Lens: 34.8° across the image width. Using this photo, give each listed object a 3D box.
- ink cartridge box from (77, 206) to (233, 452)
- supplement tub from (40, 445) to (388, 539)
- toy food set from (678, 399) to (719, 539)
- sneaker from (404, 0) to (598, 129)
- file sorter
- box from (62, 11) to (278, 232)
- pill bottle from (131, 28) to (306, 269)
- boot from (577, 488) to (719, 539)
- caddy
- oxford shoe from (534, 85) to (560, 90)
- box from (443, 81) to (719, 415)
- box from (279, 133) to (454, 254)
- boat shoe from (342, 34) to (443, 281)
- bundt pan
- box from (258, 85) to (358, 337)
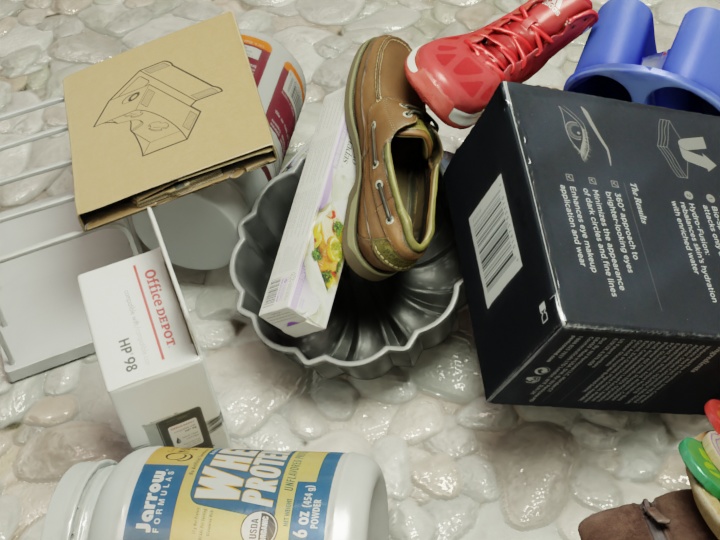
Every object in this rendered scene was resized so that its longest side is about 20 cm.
[{"bbox_3d":[-0.142,0.070,0.805,0.066,0.202,0.116,-19,46,-10],"label":"ink cartridge box"},{"bbox_3d":[-0.086,0.186,0.723,0.197,0.146,0.146,0,46,8],"label":"supplement tub"},{"bbox_3d":[0.287,0.151,0.707,0.198,0.049,0.199,15,24,-18],"label":"toy food set"},{"bbox_3d":[0.112,-0.182,0.885,0.079,0.115,0.200,48,31,0],"label":"sneaker"},{"bbox_3d":[-0.266,-0.038,0.982,0.137,0.125,0.201,-19,46,-11],"label":"file sorter"},{"bbox_3d":[-0.161,-0.127,0.938,0.162,0.021,0.201,-20,45,0],"label":"box"},{"bbox_3d":[-0.123,-0.106,1.003,0.113,0.115,0.202,5,49,13],"label":"pill bottle"},{"bbox_3d":[0.155,0.216,0.676,0.197,0.073,0.167,-14,33,-3],"label":"boot"},{"bbox_3d":[0.244,-0.133,0.944,0.140,0.200,0.106,13,74,25],"label":"caddy"},{"bbox_3d":[0.138,-0.123,0.956,0.070,0.200,0.074,17,93,9],"label":"oxford shoe"},{"bbox_3d":[0.181,-0.011,0.821,0.197,0.118,0.199,6,56,-20],"label":"box"},{"bbox_3d":[0.028,-0.070,1.030,0.198,0.035,0.110,20,53,25],"label":"box"},{"bbox_3d":[0.033,-0.093,0.863,0.071,0.068,0.203,14,66,-34],"label":"boat shoe"},{"bbox_3d":[0.000,0.000,0.916,0.199,0.076,0.204,-6,60,11],"label":"bundt pan"},{"bbox_3d":[-0.027,-0.048,0.876,0.041,0.039,0.202,-17,50,46],"label":"box"}]
